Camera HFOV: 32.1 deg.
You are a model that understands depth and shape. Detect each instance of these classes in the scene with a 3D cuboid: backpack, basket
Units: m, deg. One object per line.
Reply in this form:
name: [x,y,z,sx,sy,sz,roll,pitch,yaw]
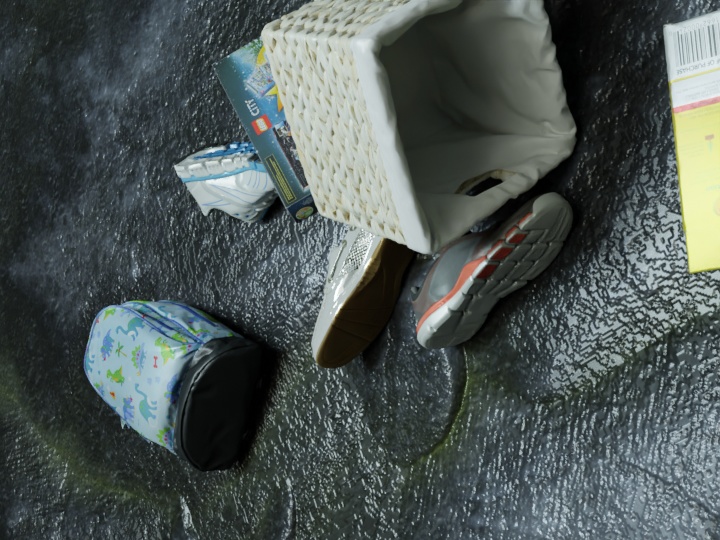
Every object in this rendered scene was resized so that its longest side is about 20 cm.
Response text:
backpack: [-0.215,0.109,1.398,0.200,0.153,0.164,44,123,51]
basket: [0.052,-0.152,1.070,0.160,0.198,0.201,17,134,49]

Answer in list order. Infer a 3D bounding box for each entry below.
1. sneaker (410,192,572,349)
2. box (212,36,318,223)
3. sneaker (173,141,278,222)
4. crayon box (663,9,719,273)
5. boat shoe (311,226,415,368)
sneaker: [0.105,-0.014,1.132,0.200,0.077,0.082,-46,51,31]
box: [-0.051,-0.164,1.271,0.136,0.038,0.201,-30,62,3]
sneaker: [-0.107,-0.096,1.356,0.199,0.075,0.087,-2,118,37]
crayon box: [0.306,-0.103,0.959,0.126,0.051,0.202,-10,79,43]
boat shoe: [0.000,0.000,1.237,0.069,0.071,0.201,37,103,40]
